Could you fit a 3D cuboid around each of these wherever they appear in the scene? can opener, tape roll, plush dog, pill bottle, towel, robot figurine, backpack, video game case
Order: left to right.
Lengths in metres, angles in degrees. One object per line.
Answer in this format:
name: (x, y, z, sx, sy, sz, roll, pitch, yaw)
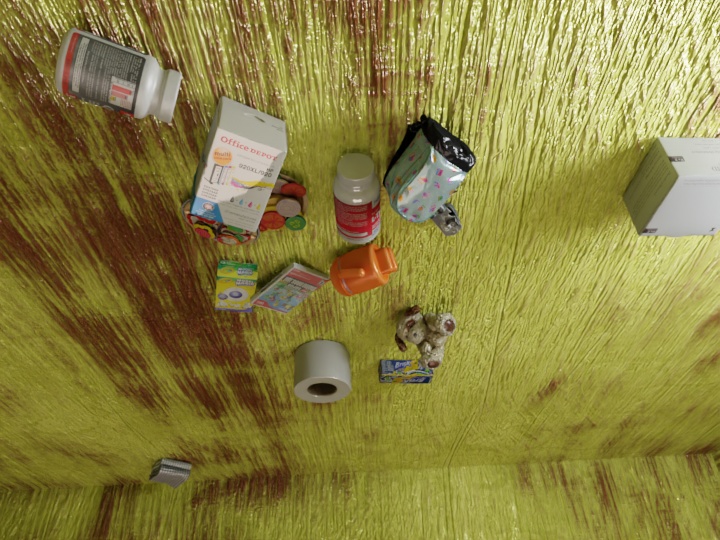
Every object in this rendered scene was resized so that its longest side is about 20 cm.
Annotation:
pill bottle: (-0.436, -0.349, 1.012, 0.196, 0.118, 0.116, 15, 140, -22)
towel: (-0.961, 1.023, 2.790, 0.163, 0.087, 0.200, 21, 137, -27)
video game case: (-0.205, 0.055, 1.599, 0.199, 0.018, 0.142, -37, 143, 28)
tape roll: (-0.134, 0.354, 1.930, 0.197, 0.142, 0.205, -3, 143, -2)
pill bottle: (-0.008, -0.166, 1.283, 0.109, 0.114, 0.202, -3, 143, 0)
robot figurine: (-0.001, 0.000, 1.497, 0.197, 0.145, 0.118, -21, 123, 22)
plush dog: (0.196, 0.188, 1.768, 0.168, 0.161, 0.204, 17, 112, -4)
backpack: (0.138, -0.209, 1.207, 0.165, 0.128, 0.200, 29, 118, -28)
can opener: (0.182, -0.164, 1.360, 0.053, 0.068, 0.200, -27, 123, 29)

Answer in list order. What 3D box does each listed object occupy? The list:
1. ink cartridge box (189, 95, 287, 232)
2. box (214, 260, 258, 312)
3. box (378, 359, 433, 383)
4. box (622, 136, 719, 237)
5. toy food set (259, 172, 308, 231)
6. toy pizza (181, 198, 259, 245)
ink cartridge box: (-0.251, -0.216, 1.138, 0.144, 0.146, 0.202, 15, 124, -22)
box: (-0.356, 0.045, 1.590, 0.114, 0.049, 0.202, 5, 140, -13)
box: (0.166, 0.372, 2.037, 0.195, 0.065, 0.071, 2, 142, -6)
box: (0.758, -0.191, 1.289, 0.194, 0.133, 0.202, -1, 143, -4)
toy food set: (-0.218, -0.163, 1.326, 0.193, 0.049, 0.202, -8, 142, 6)
toy pizza: (-0.345, -0.111, 1.357, 0.195, 0.032, 0.201, 10, 152, 5)
